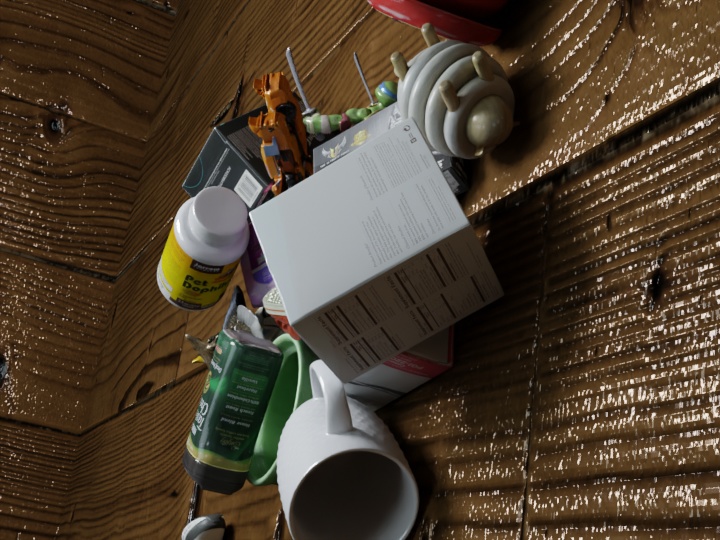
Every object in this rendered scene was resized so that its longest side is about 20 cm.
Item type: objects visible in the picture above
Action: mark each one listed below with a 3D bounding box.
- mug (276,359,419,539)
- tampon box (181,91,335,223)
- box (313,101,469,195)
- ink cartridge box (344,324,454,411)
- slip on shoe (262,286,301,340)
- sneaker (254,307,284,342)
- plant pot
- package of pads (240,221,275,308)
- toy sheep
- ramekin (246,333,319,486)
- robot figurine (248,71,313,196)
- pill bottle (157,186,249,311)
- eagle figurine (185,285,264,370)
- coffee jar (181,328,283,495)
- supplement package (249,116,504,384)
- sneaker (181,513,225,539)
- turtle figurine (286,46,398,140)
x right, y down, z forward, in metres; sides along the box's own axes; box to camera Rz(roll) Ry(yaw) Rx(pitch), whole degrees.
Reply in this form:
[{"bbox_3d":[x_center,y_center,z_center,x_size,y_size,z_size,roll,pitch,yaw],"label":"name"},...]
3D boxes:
[{"bbox_3d":[-0.027,0.198,1.158,0.176,0.145,0.204,-122,23,-66],"label":"mug"},{"bbox_3d":[-0.155,-0.167,1.651,0.199,0.126,0.150,-34,-12,-46],"label":"tampon box"},{"bbox_3d":[0.033,-0.127,1.285,0.197,0.048,0.161,-26,46,24],"label":"box"},{"bbox_3d":[0.030,0.068,1.227,0.200,0.083,0.148,138,142,-55],"label":"ink cartridge box"},{"bbox_3d":[-0.053,0.058,1.253,0.074,0.062,0.199,-39,23,-22],"label":"slip on shoe"},{"bbox_3d":[-0.110,0.074,1.559,0.073,0.072,0.199,-58,16,-21],"label":"sneaker"},{"bbox_3d":[0.102,-0.375,1.212,0.201,0.197,0.185,-123,51,-62],"label":"plant pot"},{"bbox_3d":[-0.110,-0.026,1.456,0.199,0.074,0.123,-26,80,62],"label":"package of pads"},{"bbox_3d":[0.101,-0.198,1.163,0.200,0.136,0.140,46,119,43],"label":"toy sheep"},{"bbox_3d":[-0.079,0.194,1.379,0.200,0.096,0.203,-49,32,46],"label":"ramekin"},{"bbox_3d":[-0.107,-0.176,1.474,0.202,0.057,0.147,75,-165,-53],"label":"robot figurine"},{"bbox_3d":[-0.222,-0.032,1.471,0.201,0.107,0.111,124,153,-54],"label":"pill bottle"},{"bbox_3d":[-0.181,0.110,1.531,0.199,0.148,0.155,-18,-61,-67],"label":"eagle figurine"},{"bbox_3d":[-0.171,0.186,1.361,0.104,0.084,0.204,22,96,68],"label":"coffee jar"},{"bbox_3d":[0.018,-0.017,1.070,0.198,0.151,0.153,-29,55,6],"label":"supplement package"},{"bbox_3d":[-0.259,0.476,1.675,0.080,0.072,0.202,59,135,43],"label":"sneaker"},{"bbox_3d":[-0.020,-0.196,1.452,0.197,0.197,0.144,-68,-9,24],"label":"turtle figurine"}]
